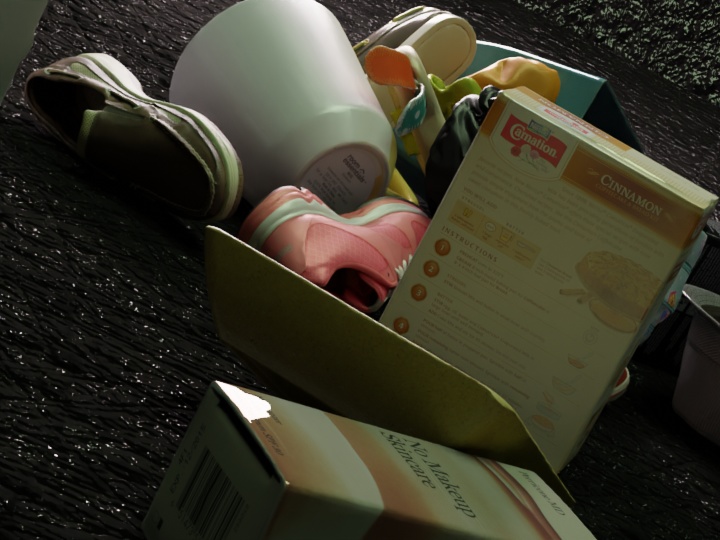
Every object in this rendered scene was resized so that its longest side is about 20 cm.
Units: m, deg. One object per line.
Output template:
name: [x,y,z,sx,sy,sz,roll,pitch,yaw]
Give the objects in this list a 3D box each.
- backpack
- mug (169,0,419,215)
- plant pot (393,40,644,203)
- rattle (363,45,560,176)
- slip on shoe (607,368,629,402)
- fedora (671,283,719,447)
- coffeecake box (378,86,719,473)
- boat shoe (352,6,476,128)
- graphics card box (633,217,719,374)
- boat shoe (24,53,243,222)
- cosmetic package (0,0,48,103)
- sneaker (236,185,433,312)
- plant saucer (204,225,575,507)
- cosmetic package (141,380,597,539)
backpack: [0.152,-0.036,1.632,0.199,0.127,0.167,29,4,18]
mug: [-0.031,-0.106,1.684,0.185,0.150,0.153,-5,39,-29]
plant pot: [0.109,-0.107,1.894,0.199,0.142,0.141,28,-12,31]
rattle: [0.083,-0.136,1.707,0.142,0.131,0.200,-8,-24,5]
slip on shoe: [0.123,0.050,1.601,0.199,0.062,0.074,19,15,-36]
fedora: [0.302,0.093,1.718,0.199,0.091,0.177,16,20,-48]
coffeecake box: [0.117,0.005,1.466,0.153,0.201,0.073,31,15,11]
boat shoe: [0.002,-0.149,1.841,0.072,0.199,0.060,59,-10,-33]
graphics card box: [0.226,0.003,1.813,0.199,0.126,0.051,19,24,-27]
boat shoe: [-0.164,-0.087,1.549,0.074,0.075,0.202,-6,29,-42]
cosmetic package: [-0.315,-0.209,1.593,0.084,0.108,0.200,11,21,-47]
sneaker: [0.000,0.000,1.567,0.199,0.074,0.087,4,41,-50]
plant saucer: [0.008,0.072,1.224,0.199,0.049,0.200,30,-11,25]
cosmetic package: [0.010,0.132,1.065,0.199,0.088,0.103,18,16,-34]
